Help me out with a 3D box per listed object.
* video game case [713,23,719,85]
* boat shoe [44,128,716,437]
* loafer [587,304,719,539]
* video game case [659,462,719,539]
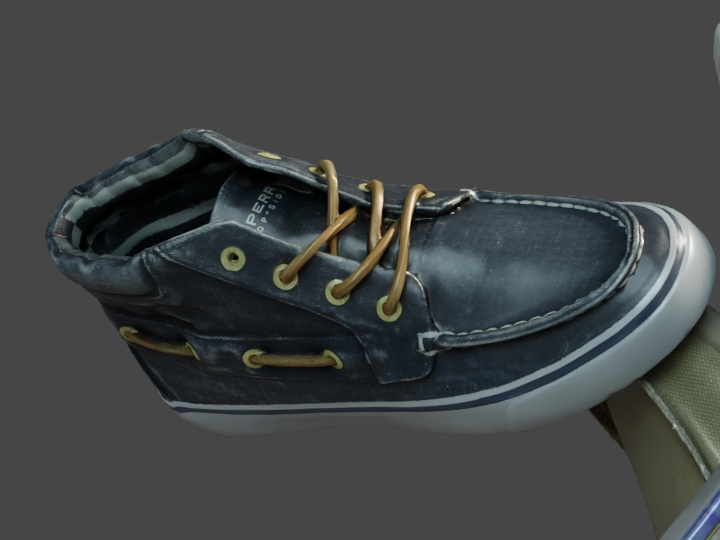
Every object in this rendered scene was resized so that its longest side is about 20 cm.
[{"bbox_3d":[0.215,-0.005,0.747,0.199,0.023,0.183,-8,62,-2],"label":"video game case"},{"bbox_3d":[0.000,0.000,0.785,0.199,0.091,0.071,-11,47,34],"label":"boat shoe"},{"bbox_3d":[0.113,0.086,0.755,0.068,0.076,0.200,-31,59,-11],"label":"loafer"},{"bbox_3d":[0.115,0.178,0.662,0.200,0.045,0.181,39,86,3],"label":"video game case"}]
